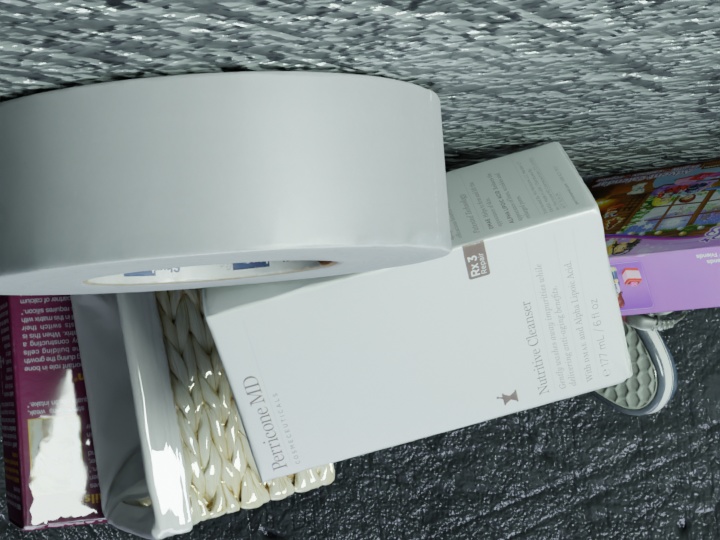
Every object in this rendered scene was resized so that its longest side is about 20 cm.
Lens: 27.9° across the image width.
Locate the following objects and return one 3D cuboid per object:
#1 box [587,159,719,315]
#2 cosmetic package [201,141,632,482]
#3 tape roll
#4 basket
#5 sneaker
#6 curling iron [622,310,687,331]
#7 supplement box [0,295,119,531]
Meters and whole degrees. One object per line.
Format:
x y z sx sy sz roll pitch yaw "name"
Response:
0.206 -0.025 0.829 0.200 0.039 0.137 -7 -157 34 "box"
0.026 0.021 0.745 0.199 0.113 0.081 -18 -149 0 "cosmetic package"
-0.064 -0.030 0.600 0.200 0.066 0.200 -4 177 0 "tape roll"
-0.104 0.057 0.921 0.123 0.201 0.136 -8 178 -24 "basket"
0.189 0.016 1.009 0.146 0.077 0.202 -1 -140 -35 "sneaker"
0.136 -0.006 0.934 0.049 0.026 0.200 -19 -151 -28 "curling iron"
-0.183 0.073 1.015 0.131 0.201 0.103 -2 176 -20 "supplement box"
